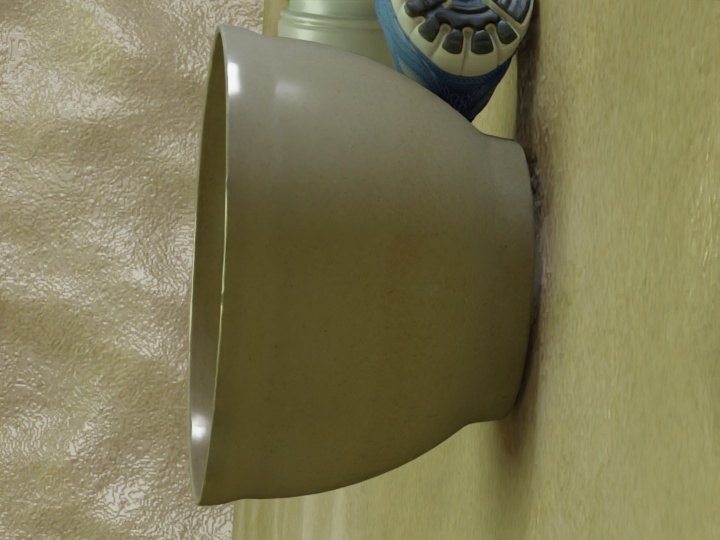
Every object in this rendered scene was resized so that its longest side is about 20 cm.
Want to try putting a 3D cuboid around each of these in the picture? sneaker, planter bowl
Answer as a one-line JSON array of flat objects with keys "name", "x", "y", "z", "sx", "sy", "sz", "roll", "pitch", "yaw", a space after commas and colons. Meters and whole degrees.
[{"name": "sneaker", "x": 0.031, "y": -0.148, "z": 1.285, "sx": 0.089, "sy": 0.078, "sz": 0.201, "roll": 105, "pitch": 168, "yaw": -51}, {"name": "planter bowl", "x": 0.000, "y": 0.000, "z": 1.207, "sx": 0.200, "sy": 0.134, "sz": 0.202, "roll": -178, "pitch": 90, "yaw": -83}]

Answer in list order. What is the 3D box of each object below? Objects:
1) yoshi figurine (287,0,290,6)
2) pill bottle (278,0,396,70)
[{"name": "yoshi figurine", "x": -0.007, "y": -0.177, "z": 1.618, "sx": 0.200, "sy": 0.112, "sz": 0.112, "roll": 99, "pitch": -171, "yaw": -59}, {"name": "pill bottle", "x": 0.005, "y": -0.197, "z": 1.403, "sx": 0.111, "sy": 0.111, "sz": 0.201, "roll": -115, "pitch": 28, "yaw": -78}]
